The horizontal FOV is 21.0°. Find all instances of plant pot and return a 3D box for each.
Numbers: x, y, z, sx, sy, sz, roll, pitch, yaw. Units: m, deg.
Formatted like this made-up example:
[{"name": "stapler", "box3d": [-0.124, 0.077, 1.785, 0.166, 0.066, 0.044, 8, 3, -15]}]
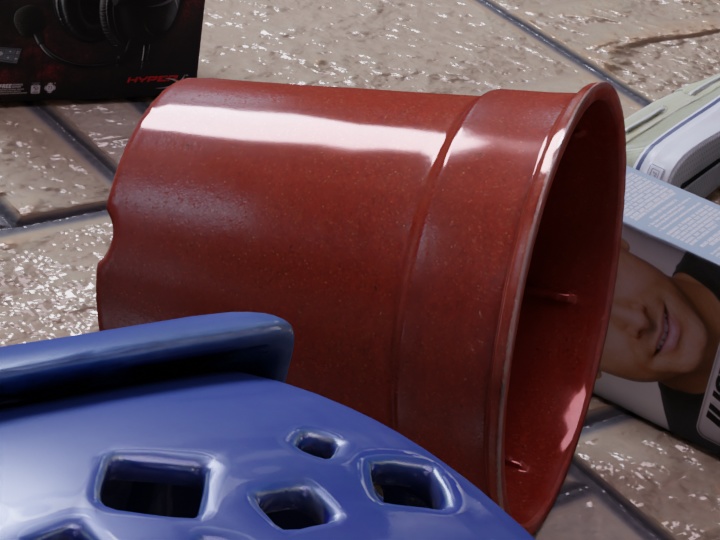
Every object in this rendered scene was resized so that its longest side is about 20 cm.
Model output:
[{"name": "plant pot", "box3d": [-0.079, 0.128, 0.576, 0.199, 0.201, 0.180, -9, 41, -31]}, {"name": "plant pot", "box3d": [0.000, 0.000, 0.866, 0.194, 0.202, 0.201, 11, 29, 17]}]

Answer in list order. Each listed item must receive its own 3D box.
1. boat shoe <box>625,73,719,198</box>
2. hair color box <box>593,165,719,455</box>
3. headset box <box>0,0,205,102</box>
[{"name": "boat shoe", "box3d": [0.218, -0.094, 1.200, 0.062, 0.072, 0.200, 31, 39, 29]}, {"name": "hair color box", "box3d": [0.163, 0.023, 0.953, 0.200, 0.099, 0.061, 27, 34, 27]}, {"name": "headset box", "box3d": [-0.167, -0.206, 1.144, 0.148, 0.201, 0.077, -4, 32, -25]}]
